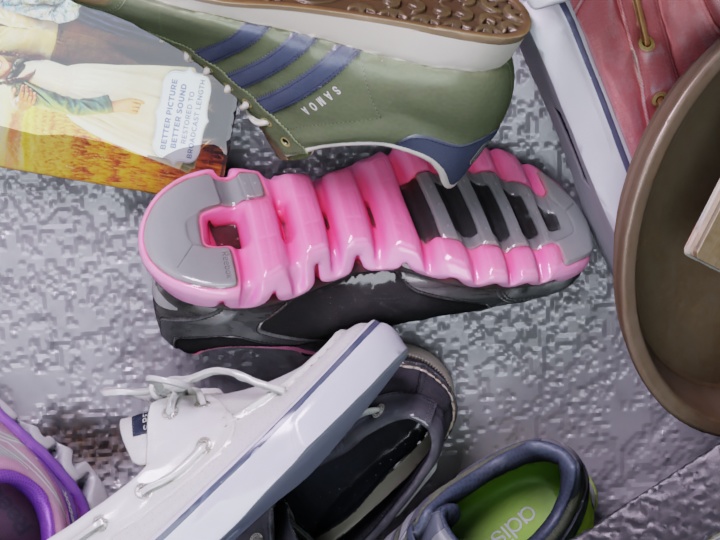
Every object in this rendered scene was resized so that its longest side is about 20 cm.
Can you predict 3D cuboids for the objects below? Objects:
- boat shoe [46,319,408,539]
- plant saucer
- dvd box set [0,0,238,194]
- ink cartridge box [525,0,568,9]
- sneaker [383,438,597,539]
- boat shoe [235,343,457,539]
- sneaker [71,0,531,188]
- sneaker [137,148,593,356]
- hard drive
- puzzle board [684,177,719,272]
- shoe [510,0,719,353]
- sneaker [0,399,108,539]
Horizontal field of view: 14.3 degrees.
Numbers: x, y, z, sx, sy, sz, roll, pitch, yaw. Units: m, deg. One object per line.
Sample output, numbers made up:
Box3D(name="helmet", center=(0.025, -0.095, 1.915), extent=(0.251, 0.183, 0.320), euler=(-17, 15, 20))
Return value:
Box3D(name="boat shoe", center=(-0.076, 0.076, 1.210), extent=(0.202, 0.075, 0.086), euler=(-43, 83, 0))
Box3D(name="plant saucer", center=(0.179, -0.026, 1.207), extent=(0.200, 0.029, 0.200), euler=(-16, 118, -33))
Box3D(name="dvd box set", center=(-0.145, -0.115, 1.213), extent=(0.200, 0.029, 0.146), euler=(10, 108, -6))
Box3D(name="ink cartridge box", center=(0.102, -0.226, 1.122), extent=(0.145, 0.145, 0.200), euler=(-15, 108, 3))
Box3D(name="sneaker", center=(0.024, 0.139, 1.243), extent=(0.074, 0.081, 0.200), euler=(41, 74, 17))
Box3D(name="boat shoe", center=(-0.037, 0.114, 1.276), extent=(0.200, 0.063, 0.073), euler=(-43, 108, 13))
Box3D(name="sneaker", center=(-0.035, -0.085, 1.176), extent=(0.200, 0.067, 0.090), euler=(12, 124, 3))
Box3D(name="sneaker", center=(0.000, 0.000, 1.245), extent=(0.200, 0.079, 0.095), euler=(-3, 144, -11))
Box3D(name="hard drive", center=(0.157, 0.104, 1.220), extent=(0.200, 0.140, 0.038), euler=(-33, 74, 8))
Box3D(name="puzzle board", center=(0.225, -0.072, 1.193), extent=(0.151, 0.017, 0.200), euler=(25, 94, -41))
Box3D(name="shoe", center=(0.136, -0.054, 1.221), extent=(0.091, 0.071, 0.200), euler=(-25, 114, -3))
Box3D(name="sneaker", center=(-0.192, 0.076, 1.246), extent=(0.200, 0.088, 0.080), euler=(42, 104, -13))
